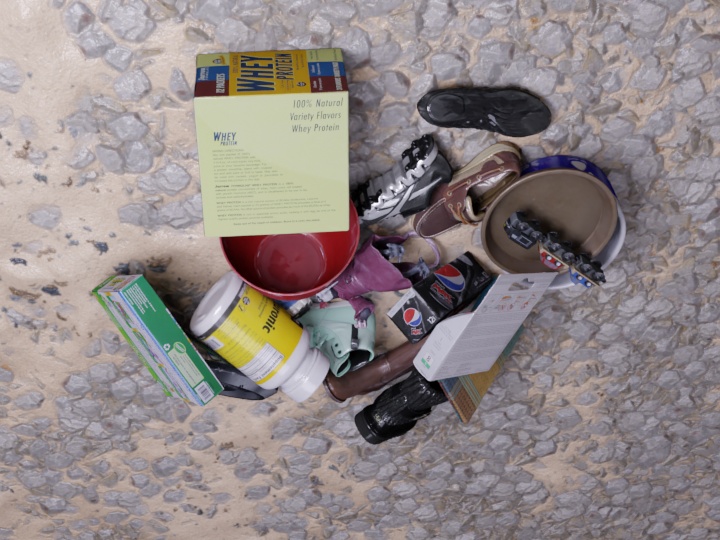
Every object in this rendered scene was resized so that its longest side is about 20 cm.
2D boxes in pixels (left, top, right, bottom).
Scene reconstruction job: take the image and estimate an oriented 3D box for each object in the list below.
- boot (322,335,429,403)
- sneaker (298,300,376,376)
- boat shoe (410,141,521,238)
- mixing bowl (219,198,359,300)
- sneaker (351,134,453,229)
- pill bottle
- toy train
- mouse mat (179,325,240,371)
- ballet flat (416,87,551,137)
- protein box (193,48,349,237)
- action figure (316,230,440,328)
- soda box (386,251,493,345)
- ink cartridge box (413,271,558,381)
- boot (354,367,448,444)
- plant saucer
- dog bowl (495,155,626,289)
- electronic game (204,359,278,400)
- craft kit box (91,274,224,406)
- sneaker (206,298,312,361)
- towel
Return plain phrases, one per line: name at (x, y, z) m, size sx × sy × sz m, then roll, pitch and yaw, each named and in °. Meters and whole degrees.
boot at (0.050, 0.143, 1.851) m, size 0.198 × 0.065 × 0.186 m, roll -28°, pitch 169°, yaw 21°
sneaker at (-0.071, 0.114, 1.808) m, size 0.197 × 0.119 × 0.074 m, roll -11°, pitch 135°, yaw 6°
boat shoe at (0.154, -0.102, 1.668) m, size 0.199 × 0.073 × 0.072 m, roll -36°, pitch 127°, yaw 24°
mixing bowl at (-0.101, -0.035, 1.637) m, size 0.196 × 0.203 × 0.109 m, roll -3°, pitch 155°, yaw -4°
sneaker at (0.056, -0.105, 1.657) m, size 0.199 × 0.067 × 0.090 m, roll -39°, pitch 124°, yaw 23°
pill bottle at (-0.143, 0.102, 1.678) m, size 0.199 × 0.112 × 0.111 m, roll 40°, pitch 119°, yaw -18°
toy train at (0.278, -0.024, 1.635) m, size 0.198 × 0.034 × 0.046 m, roll 30°, pitch 127°, yaw -29°
mouse mat at (-0.275, 0.087, 1.730) m, size 0.161 × 0.199 × 0.008 m, roll 41°, pitch 80°, yaw -35°
ballet flat at (0.173, -0.225, 1.585) m, size 0.196 × 0.057 × 0.068 m, roll 5°, pitch 105°, yaw -18°
protein box at (-0.115, -0.169, 1.510) m, size 0.195 × 0.136 × 0.203 m, roll -3°, pitch 124°, yaw -4°
action figure at (0.000, 0.000, 1.748) m, size 0.198 × 0.149 × 0.135 m, roll -24°, pitch 105°, yaw 40°
soda box at (0.122, 0.039, 1.717) m, size 0.063 × 0.199 × 0.071 m, roll 47°, pitch 122°, yaw 8°
ink cartridge box at (0.182, 0.069, 1.676) m, size 0.160 × 0.050 × 0.202 m, roll -3°, pitch 130°, yaw -50°
boot at (0.092, 0.204, 1.878) m, size 0.157 × 0.211 × 0.080 m, roll -41°, pitch 84°, yaw 22°
plant saucer at (0.267, -0.071, 1.633) m, size 0.196 × 0.030 × 0.202 m, roll -3°, pitch 134°, yaw -3°
dog bowl at (0.290, -0.070, 1.711) m, size 0.196 × 0.080 × 0.202 m, roll -4°, pitch 133°, yaw -4°
electronic game at (-0.227, 0.169, 1.833) m, size 0.196 × 0.042 × 0.200 m, roll 11°, pitch 165°, yaw 3°
craft kit box at (-0.295, 0.098, 1.646) m, size 0.048 × 0.197 × 0.201 m, roll -39°, pitch 105°, yaw -23°
sneaker at (-0.167, 0.070, 1.786) m, size 0.199 × 0.090 × 0.078 m, roll -36°, pitch 172°, yaw 22°
towel at (0.189, 0.125, 1.824) m, size 0.021 × 0.201 × 0.147 m, roll 14°, pitch 149°, yaw 38°
